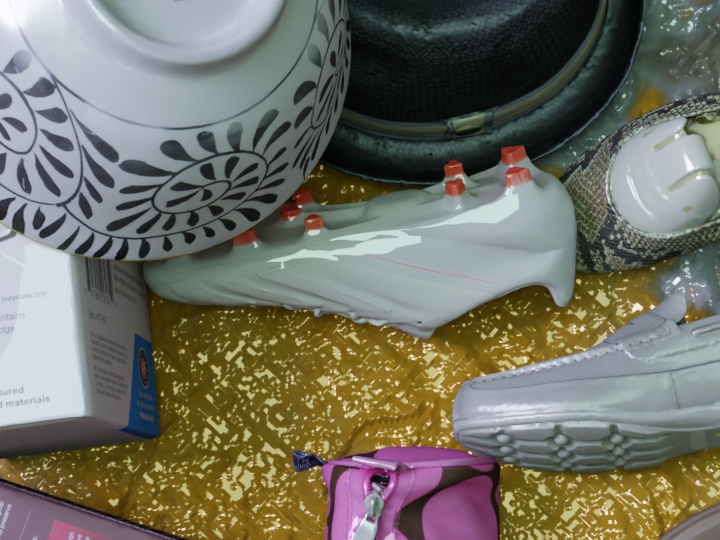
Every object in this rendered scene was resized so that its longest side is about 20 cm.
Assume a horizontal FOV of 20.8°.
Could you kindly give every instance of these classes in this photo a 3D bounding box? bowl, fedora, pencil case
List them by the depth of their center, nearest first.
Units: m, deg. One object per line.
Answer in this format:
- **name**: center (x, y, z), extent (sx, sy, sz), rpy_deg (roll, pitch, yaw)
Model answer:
- **bowl**: center (-0.082, -0.111, 0.768), extent (0.200, 0.094, 0.201), rpy_deg (5, 77, -21)
- **pencil case**: center (0.016, 0.176, 0.848), extent (0.091, 0.094, 0.200), rpy_deg (-2, 82, 9)
- **fedora**: center (0.031, -0.134, 0.890), extent (0.200, 0.092, 0.201), rpy_deg (-1, 82, 4)

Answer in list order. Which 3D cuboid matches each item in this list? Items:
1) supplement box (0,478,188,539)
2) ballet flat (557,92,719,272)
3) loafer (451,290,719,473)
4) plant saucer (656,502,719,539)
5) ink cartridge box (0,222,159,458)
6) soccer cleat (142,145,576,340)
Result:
- **supplement box**: center (-0.138, 0.158, 0.879), extent (0.200, 0.061, 0.109), rpy_deg (18, 83, 6)
- **ballet flat**: center (0.174, -0.054, 0.878), extent (0.200, 0.075, 0.068), rpy_deg (-18, 82, 2)
- **loafer**: center (0.139, 0.046, 0.875), extent (0.200, 0.070, 0.070), rpy_deg (-7, 64, 5)
- **plant saucer**: center (0.197, 0.196, 0.865), extent (0.200, 0.029, 0.200), rpy_deg (0, 83, 4)
- **ink cartridge box**: center (-0.150, -0.024, 0.863), extent (0.084, 0.146, 0.200), rpy_deg (-8, 80, 5)
- **soccer cleat**: center (0.000, 0.000, 0.890), extent (0.200, 0.069, 0.078), rpy_deg (-10, 112, 11)
